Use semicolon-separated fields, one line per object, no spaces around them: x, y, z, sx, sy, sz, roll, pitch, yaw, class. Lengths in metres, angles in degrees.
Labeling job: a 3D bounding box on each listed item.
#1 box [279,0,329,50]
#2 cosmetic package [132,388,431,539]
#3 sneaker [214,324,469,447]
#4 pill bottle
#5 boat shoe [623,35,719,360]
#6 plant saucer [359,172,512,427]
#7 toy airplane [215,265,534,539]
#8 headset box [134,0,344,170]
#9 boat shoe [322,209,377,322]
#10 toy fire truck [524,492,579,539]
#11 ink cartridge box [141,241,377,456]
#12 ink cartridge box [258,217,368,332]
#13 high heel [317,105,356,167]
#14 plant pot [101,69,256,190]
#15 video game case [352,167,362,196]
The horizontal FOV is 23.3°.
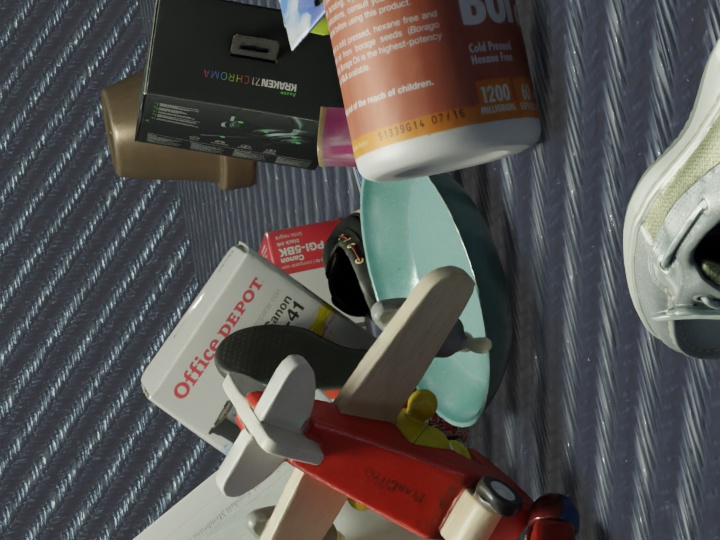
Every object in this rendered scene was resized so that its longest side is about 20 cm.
-0.025;-0.268;1.249;0.122;0.047;0.202;-42;54;41;box
-0.036;0.232;1.223;0.200;0.199;0.123;44;163;24;cosmetic package
-0.012;0.106;1.338;0.068;0.199;0.109;-70;-20;-43;sneaker
0.033;-0.160;1.015;0.112;0.111;0.202;158;100;-79;pill bottle
0.151;-0.022;0.655;0.203;0.074;0.065;105;157;-52;boat shoe
0.057;0.007;1.207;0.200;0.036;0.202;162;90;-71;plant saucer
-0.002;0.108;1.113;0.141;0.198;0.201;-105;-2;-66;toy airplane
-0.103;-0.162;1.510;0.200;0.172;0.094;137;141;-78;headset box
-0.001;-0.003;1.406;0.074;0.063;0.201;68;167;-11;boat shoe
0.107;0.234;1.085;0.201;0.111;0.169;91;-174;-56;toy fire truck
-0.057;0.095;1.409;0.199;0.148;0.086;35;177;-13;ink cartridge box
-0.043;0.068;1.717;0.147;0.082;0.202;120;138;-73;ink cartridge box
0.025;-0.163;1.282;0.068;0.095;0.202;77;-163;-61;high heel
-0.236;-0.192;2.223;0.200;0.173;0.202;169;90;-78;plant pot
0.019;-0.098;1.402;0.200;0.018;0.144;103;153;-65;video game case
